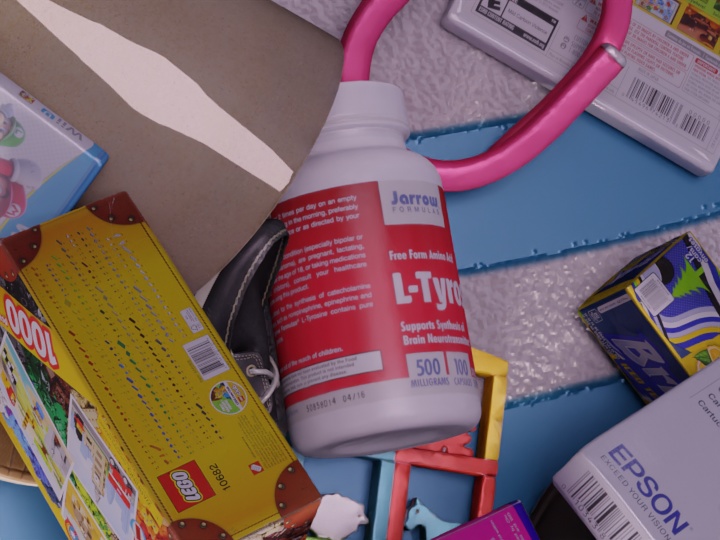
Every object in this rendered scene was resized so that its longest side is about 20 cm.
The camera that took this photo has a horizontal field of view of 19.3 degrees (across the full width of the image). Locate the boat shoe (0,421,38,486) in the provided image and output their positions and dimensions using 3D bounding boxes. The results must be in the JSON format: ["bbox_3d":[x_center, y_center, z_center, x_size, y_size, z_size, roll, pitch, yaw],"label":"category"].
[{"bbox_3d":[-0.240,0.072,1.185,0.199,0.069,0.074,25,68,-32],"label":"boat shoe"}]

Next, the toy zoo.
[{"bbox_3d":[0.019,0.113,1.272,0.130,0.020,0.202,10,79,-13],"label":"toy zoo"}]

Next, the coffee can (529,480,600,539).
[{"bbox_3d":[0.196,0.210,1.241,0.199,0.146,0.147,24,76,-11],"label":"coffee can"}]

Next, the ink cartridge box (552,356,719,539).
[{"bbox_3d":[0.235,0.145,1.183,0.199,0.041,0.200,-28,73,-40],"label":"ink cartridge box"}]

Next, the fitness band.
[{"bbox_3d":[0.076,-0.139,1.289,0.200,0.037,0.144,-45,104,4],"label":"fitness band"}]

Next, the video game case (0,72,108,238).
[{"bbox_3d":[-0.249,-0.065,1.097,0.200,0.018,0.143,37,112,-6],"label":"video game case"}]

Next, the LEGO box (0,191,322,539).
[{"bbox_3d":[-0.113,0.086,1.086,0.077,0.149,0.200,-23,65,-26],"label":"LEGO box"}]

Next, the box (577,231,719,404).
[{"bbox_3d":[0.226,0.079,1.305,0.064,0.070,0.200,-38,93,-26],"label":"box"}]

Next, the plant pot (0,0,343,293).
[{"bbox_3d":[-0.143,-0.110,1.154,0.200,0.187,0.188,37,74,-21],"label":"plant pot"}]

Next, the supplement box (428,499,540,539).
[{"bbox_3d":[0.018,0.205,1.099,0.199,0.101,0.104,-13,72,-51],"label":"supplement box"}]

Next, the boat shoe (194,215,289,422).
[{"bbox_3d":[-0.071,0.059,1.189,0.067,0.072,0.201,24,112,13],"label":"boat shoe"}]

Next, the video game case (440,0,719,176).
[{"bbox_3d":[0.174,-0.186,1.359,0.199,0.023,0.183,29,76,-9],"label":"video game case"}]

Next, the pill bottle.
[{"bbox_3d":[0.000,0.000,1.218,0.111,0.112,0.201,-6,78,-16],"label":"pill bottle"}]
